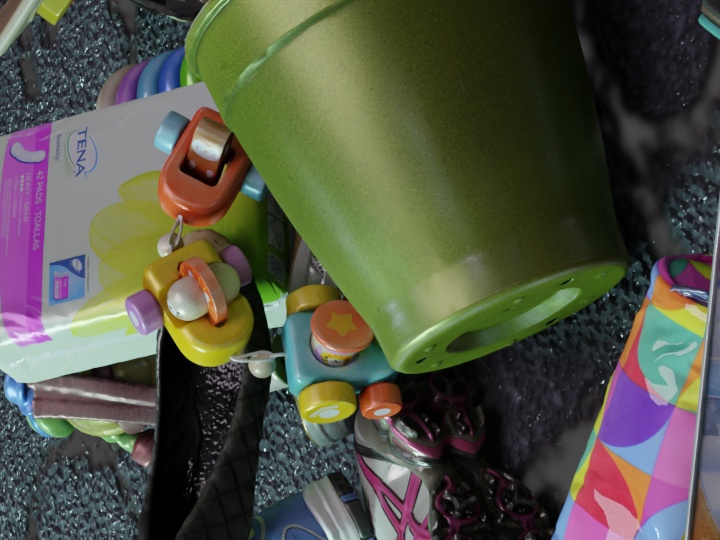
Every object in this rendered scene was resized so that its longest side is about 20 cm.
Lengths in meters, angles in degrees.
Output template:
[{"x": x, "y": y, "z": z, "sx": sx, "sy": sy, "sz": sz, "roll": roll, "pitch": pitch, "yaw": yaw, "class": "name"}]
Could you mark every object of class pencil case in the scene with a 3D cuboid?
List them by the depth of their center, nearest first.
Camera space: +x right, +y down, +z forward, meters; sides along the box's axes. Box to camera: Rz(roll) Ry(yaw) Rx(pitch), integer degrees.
[{"x": 0.143, "y": 0.089, "z": 0.828, "sx": 0.088, "sy": 0.088, "sz": 0.201, "roll": 42, "pitch": 122, "yaw": 47, "class": "pencil case"}]

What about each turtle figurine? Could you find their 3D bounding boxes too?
[{"x": -0.110, "y": 0.064, "z": 1.188, "sx": 0.193, "sy": 0.200, "sz": 0.145, "roll": -26, "pitch": 43, "yaw": 29, "class": "turtle figurine"}]

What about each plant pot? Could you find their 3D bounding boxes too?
[{"x": 0.038, "y": -0.059, "z": 0.910, "sx": 0.200, "sy": 0.200, "sz": 0.194, "roll": -37, "pitch": 71, "yaw": 47, "class": "plant pot"}]

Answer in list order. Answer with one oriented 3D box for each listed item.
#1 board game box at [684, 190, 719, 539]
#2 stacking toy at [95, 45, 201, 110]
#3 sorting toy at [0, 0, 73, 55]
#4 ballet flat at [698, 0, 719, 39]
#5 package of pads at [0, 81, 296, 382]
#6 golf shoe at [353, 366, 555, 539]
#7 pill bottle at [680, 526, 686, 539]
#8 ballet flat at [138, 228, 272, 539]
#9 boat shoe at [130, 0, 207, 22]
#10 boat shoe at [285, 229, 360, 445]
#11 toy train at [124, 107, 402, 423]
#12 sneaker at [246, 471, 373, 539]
[{"x": 0.222, "y": 0.049, "z": 0.647, "sx": 0.026, "sy": 0.198, "sz": 0.202, "roll": -26, "pitch": -58, "yaw": -83, "class": "board game box"}, {"x": -0.083, "y": -0.119, "z": 1.167, "sx": 0.199, "sy": 0.085, "sz": 0.086, "roll": -19, "pitch": 73, "yaw": 45, "class": "stacking toy"}, {"x": -0.173, "y": -0.242, "z": 1.251, "sx": 0.200, "sy": 0.036, "sz": 0.186, "roll": -37, "pitch": 18, "yaw": 45, "class": "sorting toy"}, {"x": 0.226, "y": -0.078, "z": 0.743, "sx": 0.200, "sy": 0.068, "sz": 0.069, "roll": 46, "pitch": 115, "yaw": 33, "class": "ballet flat"}, {"x": -0.132, "y": -0.029, "z": 1.098, "sx": 0.199, "sy": 0.068, "sz": 0.155, "roll": -12, "pitch": 59, "yaw": 18, "class": "package of pads"}, {"x": 0.049, "y": 0.140, "z": 0.970, "sx": 0.201, "sy": 0.072, "sz": 0.092, "roll": -113, "pitch": 32, "yaw": -44, "class": "golf shoe"}, {"x": 0.195, "y": 0.092, "z": 0.729, "sx": 0.111, "sy": 0.110, "sz": 0.201, "roll": 39, "pitch": 119, "yaw": 48, "class": "pill bottle"}, {"x": -0.085, "y": 0.071, "z": 0.975, "sx": 0.066, "sy": 0.057, "sz": 0.201, "roll": -9, "pitch": 71, "yaw": 23, "class": "ballet flat"}, {"x": -0.106, "y": -0.195, "z": 1.200, "sx": 0.200, "sy": 0.066, "sz": 0.072, "roll": 10, "pitch": 98, "yaw": 55, "class": "boat shoe"}, {"x": 0.000, "y": 0.000, "z": 1.040, "sx": 0.069, "sy": 0.071, "sz": 0.202, "roll": 0, "pitch": 85, "yaw": 15, "class": "boat shoe"}, {"x": -0.041, "y": -0.010, "z": 0.967, "sx": 0.199, "sy": 0.151, "sz": 0.056, "roll": 31, "pitch": 153, "yaw": 6, "class": "toy train"}, {"x": -0.039, "y": 0.200, "z": 1.045, "sx": 0.076, "sy": 0.077, "sz": 0.201, "roll": -127, "pitch": 29, "yaw": -48, "class": "sneaker"}]
